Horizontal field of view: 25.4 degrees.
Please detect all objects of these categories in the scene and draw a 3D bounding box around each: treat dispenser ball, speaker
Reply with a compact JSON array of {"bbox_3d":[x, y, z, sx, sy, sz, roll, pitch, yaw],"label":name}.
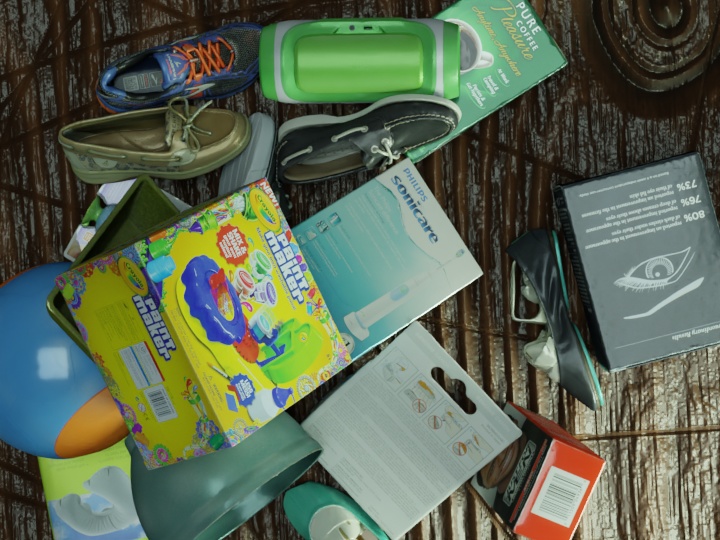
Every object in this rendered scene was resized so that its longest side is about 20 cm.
[{"bbox_3d":[-0.301,0.091,1.623,0.201,0.201,0.201,0,91,2],"label":"treat dispenser ball"},{"bbox_3d":[0.001,-0.213,1.624,0.200,0.088,0.089,0,91,5],"label":"speaker"}]

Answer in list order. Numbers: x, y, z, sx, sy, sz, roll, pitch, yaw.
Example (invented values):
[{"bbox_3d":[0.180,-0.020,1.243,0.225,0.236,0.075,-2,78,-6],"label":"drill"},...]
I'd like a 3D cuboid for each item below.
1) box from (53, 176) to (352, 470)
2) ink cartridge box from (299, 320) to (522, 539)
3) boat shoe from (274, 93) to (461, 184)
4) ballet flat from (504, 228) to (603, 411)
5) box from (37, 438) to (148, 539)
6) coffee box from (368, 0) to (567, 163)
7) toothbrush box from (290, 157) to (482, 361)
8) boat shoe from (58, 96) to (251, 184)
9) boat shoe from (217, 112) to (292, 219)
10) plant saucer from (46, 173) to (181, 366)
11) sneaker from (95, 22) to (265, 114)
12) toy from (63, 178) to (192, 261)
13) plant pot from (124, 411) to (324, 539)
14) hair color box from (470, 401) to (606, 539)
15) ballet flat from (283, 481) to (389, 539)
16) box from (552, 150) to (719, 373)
[{"bbox_3d":[-0.143,0.047,1.492,0.122,0.193,0.200,-20,99,40],"label":"box"},{"bbox_3d":[0.050,0.161,1.653,0.162,0.050,0.200,47,114,1],"label":"ink cartridge box"},{"bbox_3d":[0.006,-0.130,1.626,0.200,0.074,0.060,-7,56,18],"label":"boat shoe"},{"bbox_3d":[0.196,0.056,1.671,0.073,0.073,0.200,-16,84,2],"label":"ballet flat"},{"bbox_3d":[-0.266,0.273,1.703,0.122,0.048,0.200,-12,90,3],"label":"box"},{"bbox_3d":[0.103,-0.212,1.681,0.200,0.044,0.123,-34,88,3],"label":"coffee box"},{"bbox_3d":[0.000,0.000,1.633,0.200,0.085,0.146,-34,90,-22],"label":"toothbrush box"},{"bbox_3d":[-0.214,-0.137,1.668,0.200,0.063,0.073,-11,56,8],"label":"boat shoe"},{"bbox_3d":[-0.108,-0.064,1.684,0.071,0.072,0.200,15,80,-29],"label":"boat shoe"},{"bbox_3d":[-0.206,0.042,1.557,0.048,0.200,0.200,-21,118,40],"label":"plant saucer"},{"bbox_3d":[-0.185,-0.209,1.675,0.200,0.078,0.075,-20,91,3],"label":"sneaker"},{"bbox_3d":[-0.205,-0.016,1.695,0.200,0.047,0.115,30,92,2],"label":"toy"},{"bbox_3d":[-0.156,0.192,1.631,0.200,0.200,0.134,-39,80,2],"label":"plant pot"},{"bbox_3d":[0.175,0.204,1.605,0.061,0.200,0.102,24,91,-9],"label":"hair color box"},{"bbox_3d":[0.001,0.296,1.681,0.200,0.070,0.067,41,93,1],"label":"ballet flat"},{"bbox_3d":[0.295,-0.009,1.647,0.148,0.104,0.200,-14,91,2],"label":"box"}]
